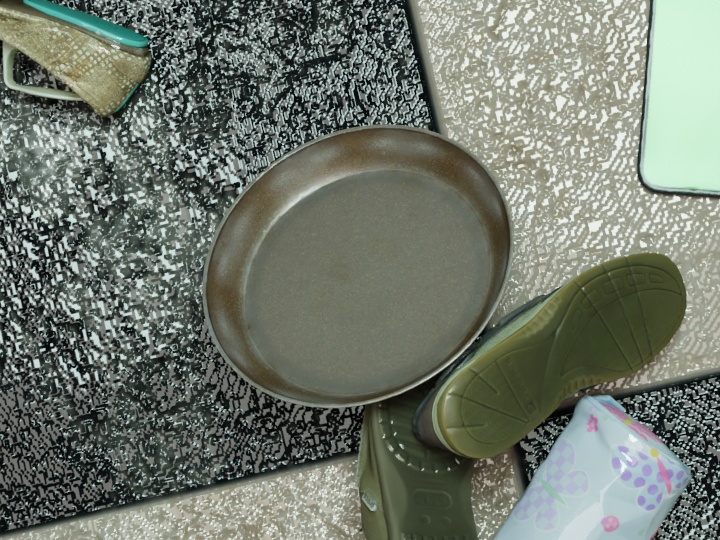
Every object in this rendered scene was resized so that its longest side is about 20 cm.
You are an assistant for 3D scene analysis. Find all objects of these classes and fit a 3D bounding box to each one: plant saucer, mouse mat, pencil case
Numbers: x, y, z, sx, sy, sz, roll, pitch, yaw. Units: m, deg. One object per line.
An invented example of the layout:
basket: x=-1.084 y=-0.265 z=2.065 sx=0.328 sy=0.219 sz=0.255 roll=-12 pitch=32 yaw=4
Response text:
plant saucer: x=0.000 y=0.000 z=1.062 sx=0.199 sy=0.032 sz=0.201 roll=-8 pitch=58 yaw=14
mouse mat: x=0.261 y=-0.143 z=1.085 sx=0.160 sy=0.008 sz=0.201 roll=5 pitch=87 yaw=7
pencil case: x=0.116 y=0.175 z=1.048 sx=0.083 sy=0.091 sz=0.200 roll=34 pitch=93 yaw=-27

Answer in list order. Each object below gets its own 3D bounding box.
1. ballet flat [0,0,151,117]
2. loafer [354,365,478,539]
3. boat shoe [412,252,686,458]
ballet flat: x=-0.233 y=-0.156 z=1.120 sx=0.199 sy=0.070 sz=0.066 roll=26 pitch=105 yaw=11
loafer: x=0.030 y=0.133 z=1.043 sx=0.076 sy=0.067 sz=0.201 roll=16 pitch=50 yaw=-19
boat shoe: x=0.112 y=0.048 z=1.041 sx=0.200 sy=0.066 sz=0.072 roll=-32 pitch=104 yaw=-28
